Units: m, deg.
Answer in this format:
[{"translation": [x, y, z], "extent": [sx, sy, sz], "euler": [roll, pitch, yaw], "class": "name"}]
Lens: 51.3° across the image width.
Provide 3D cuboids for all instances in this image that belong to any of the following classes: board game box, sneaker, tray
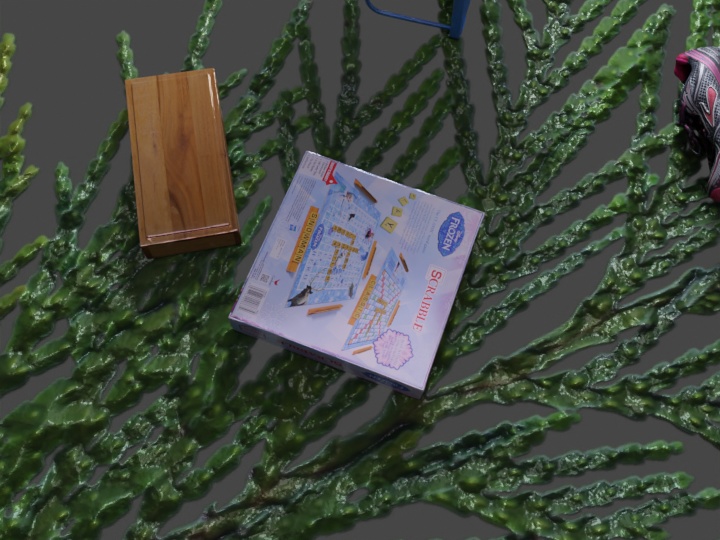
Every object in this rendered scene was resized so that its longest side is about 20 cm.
[{"translation": [0.000, 0.000, 0.753], "extent": [0.199, 0.041, 0.201], "euler": [21, 68, 6], "class": "board game box"}, {"translation": [0.385, -0.159, 0.820], "extent": [0.074, 0.081, 0.201], "euler": [3, 60, 14], "class": "sneaker"}, {"translation": [-0.190, -0.118, 0.795], "extent": [0.098, 0.037, 0.201], "euler": [-10, 70, -6], "class": "tray"}]

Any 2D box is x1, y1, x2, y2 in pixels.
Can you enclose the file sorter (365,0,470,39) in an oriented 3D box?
[{"translation": [0.087, -0.403, 0.869], "extent": [0.122, 0.139, 0.201], "euler": [14, 68, 7], "class": "file sorter"}]
